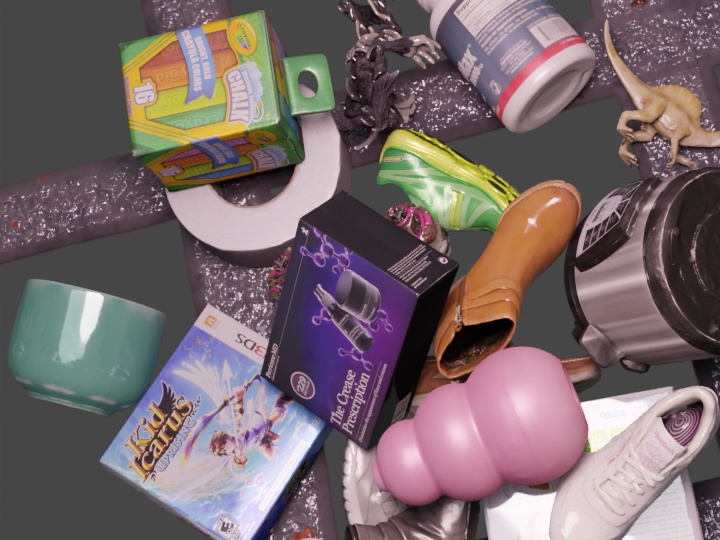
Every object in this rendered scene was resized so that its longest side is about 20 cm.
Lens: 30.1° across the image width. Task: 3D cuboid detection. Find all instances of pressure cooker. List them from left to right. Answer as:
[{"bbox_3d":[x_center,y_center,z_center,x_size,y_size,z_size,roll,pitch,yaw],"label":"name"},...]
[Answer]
[{"bbox_3d":[0.291,0.004,1.277,0.174,0.200,0.181,-3,83,-23],"label":"pressure cooker"}]

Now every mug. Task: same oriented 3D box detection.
[{"bbox_3d":[-0.289,0.086,1.395,0.150,0.185,0.116,15,80,-11],"label":"mug"}]

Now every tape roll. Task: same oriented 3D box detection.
[{"bbox_3d":[-0.111,-0.108,1.444,0.197,0.066,0.203,-3,75,10],"label":"tape roll"}]

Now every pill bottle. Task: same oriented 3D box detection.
[{"bbox_3d":[0.142,-0.255,1.407,0.119,0.120,0.201,-37,72,-1],"label":"pill bottle"}]

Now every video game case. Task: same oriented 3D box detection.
[{"bbox_3d":[-0.137,0.163,1.372,0.180,0.046,0.201,28,72,16],"label":"video game case"}]

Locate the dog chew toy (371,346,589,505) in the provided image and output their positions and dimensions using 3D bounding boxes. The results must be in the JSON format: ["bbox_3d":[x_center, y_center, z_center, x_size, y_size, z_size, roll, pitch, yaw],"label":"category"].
[{"bbox_3d":[0.103,0.151,1.215,0.198,0.125,0.126,-24,73,9],"label":"dog chew toy"}]

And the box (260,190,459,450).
[{"bbox_3d":[-0.005,0.049,1.282,0.140,0.202,0.079,34,40,22],"label":"box"}]

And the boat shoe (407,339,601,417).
[{"bbox_3d":[0.140,0.100,1.342,0.197,0.076,0.073,-9,72,6],"label":"boat shoe"}]

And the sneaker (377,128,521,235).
[{"bbox_3d":[0.104,-0.071,1.403,0.199,0.074,0.084,35,110,13],"label":"sneaker"}]

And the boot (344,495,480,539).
[{"bbox_3d":[0.046,0.237,1.270,0.130,0.070,0.203,-4,71,-16],"label":"boot"}]

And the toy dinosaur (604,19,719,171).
[{"bbox_3d":[0.306,-0.162,1.397,0.199,0.058,0.101,39,70,9],"label":"toy dinosaur"}]

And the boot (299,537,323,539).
[{"bbox_3d":[-0.115,0.329,1.319,0.199,0.090,0.073,-33,72,1],"label":"boot"}]

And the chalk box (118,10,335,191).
[{"bbox_3d":[-0.128,-0.175,1.365,0.197,0.124,0.126,-13,74,7],"label":"chalk box"}]

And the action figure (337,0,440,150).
[{"bbox_3d":[0.028,-0.212,1.407,0.101,0.119,0.202,9,58,-22],"label":"action figure"}]

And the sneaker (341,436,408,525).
[{"bbox_3d":[0.025,0.243,1.335,0.081,0.075,0.203,-8,83,-4],"label":"sneaker"}]

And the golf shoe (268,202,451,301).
[{"bbox_3d":[0.000,0.000,1.386,0.198,0.092,0.073,-18,59,21],"label":"golf shoe"}]

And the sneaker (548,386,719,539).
[{"bbox_3d":[0.240,0.172,1.192,0.200,0.100,0.075,-45,75,-3],"label":"sneaker"}]

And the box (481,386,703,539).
[{"bbox_3d":[0.217,0.220,1.284,0.197,0.097,0.179,-11,75,7],"label":"box"}]

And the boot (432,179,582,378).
[{"bbox_3d":[0.139,0.009,1.286,0.200,0.156,0.077,-41,100,18],"label":"boot"}]
